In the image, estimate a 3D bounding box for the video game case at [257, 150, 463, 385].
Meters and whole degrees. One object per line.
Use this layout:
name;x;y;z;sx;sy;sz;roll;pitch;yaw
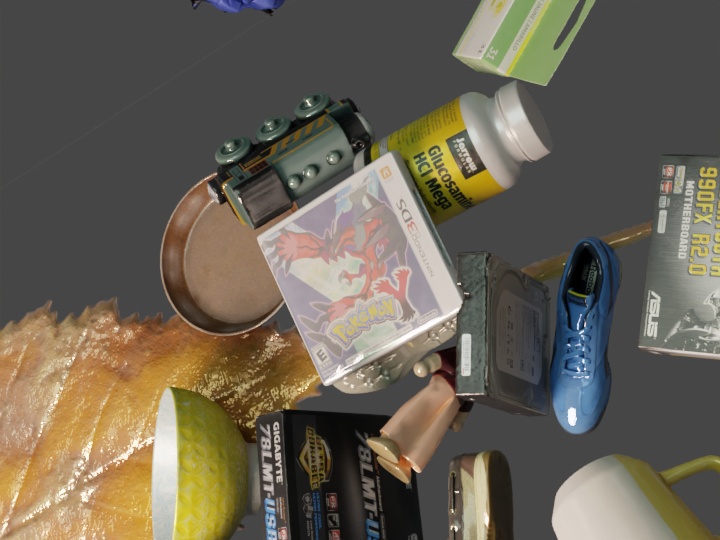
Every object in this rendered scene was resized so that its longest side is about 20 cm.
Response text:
video game case;0.000;0.000;1.508;0.199;0.023;0.184;-31;80;30

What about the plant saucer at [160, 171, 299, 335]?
plant saucer;-0.146;-0.020;1.680;0.198;0.034;0.202;-6;76;25

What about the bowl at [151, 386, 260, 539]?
bowl;-0.168;0.232;1.584;0.107;0.200;0.202;3;78;-15

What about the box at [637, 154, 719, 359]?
box;0.367;-0.011;1.409;0.157;0.048;0.202;5;82;28

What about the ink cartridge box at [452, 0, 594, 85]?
ink cartridge box;0.177;-0.274;1.494;0.146;0.048;0.200;-61;17;3

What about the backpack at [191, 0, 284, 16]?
backpack;-0.168;-0.387;1.697;0.163;0.167;0.200;-59;30;0

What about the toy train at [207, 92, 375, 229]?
toy train;-0.076;-0.125;1.599;0.199;0.086;0.114;-30;34;-8

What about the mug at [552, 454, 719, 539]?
mug;0.275;0.261;1.371;0.154;0.185;0.150;59;139;32

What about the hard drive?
hard drive;0.146;0.068;1.419;0.037;0.200;0.141;-3;77;24

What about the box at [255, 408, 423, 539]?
box;-0.017;0.249;1.465;0.049;0.197;0.202;-18;71;42

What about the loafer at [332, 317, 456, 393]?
loafer;0.045;0.070;1.551;0.199;0.070;0.070;-32;107;29

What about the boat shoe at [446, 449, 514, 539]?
boat shoe;0.120;0.288;1.467;0.064;0.073;0.202;-6;73;37

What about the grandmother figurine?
grandmother figurine;0.092;0.128;1.484;0.060;0.122;0.200;30;69;29

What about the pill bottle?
pill bottle;0.101;-0.121;1.530;0.199;0.112;0.113;-28;69;20

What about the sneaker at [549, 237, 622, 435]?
sneaker;0.223;0.066;1.451;0.065;0.078;0.202;6;84;26
